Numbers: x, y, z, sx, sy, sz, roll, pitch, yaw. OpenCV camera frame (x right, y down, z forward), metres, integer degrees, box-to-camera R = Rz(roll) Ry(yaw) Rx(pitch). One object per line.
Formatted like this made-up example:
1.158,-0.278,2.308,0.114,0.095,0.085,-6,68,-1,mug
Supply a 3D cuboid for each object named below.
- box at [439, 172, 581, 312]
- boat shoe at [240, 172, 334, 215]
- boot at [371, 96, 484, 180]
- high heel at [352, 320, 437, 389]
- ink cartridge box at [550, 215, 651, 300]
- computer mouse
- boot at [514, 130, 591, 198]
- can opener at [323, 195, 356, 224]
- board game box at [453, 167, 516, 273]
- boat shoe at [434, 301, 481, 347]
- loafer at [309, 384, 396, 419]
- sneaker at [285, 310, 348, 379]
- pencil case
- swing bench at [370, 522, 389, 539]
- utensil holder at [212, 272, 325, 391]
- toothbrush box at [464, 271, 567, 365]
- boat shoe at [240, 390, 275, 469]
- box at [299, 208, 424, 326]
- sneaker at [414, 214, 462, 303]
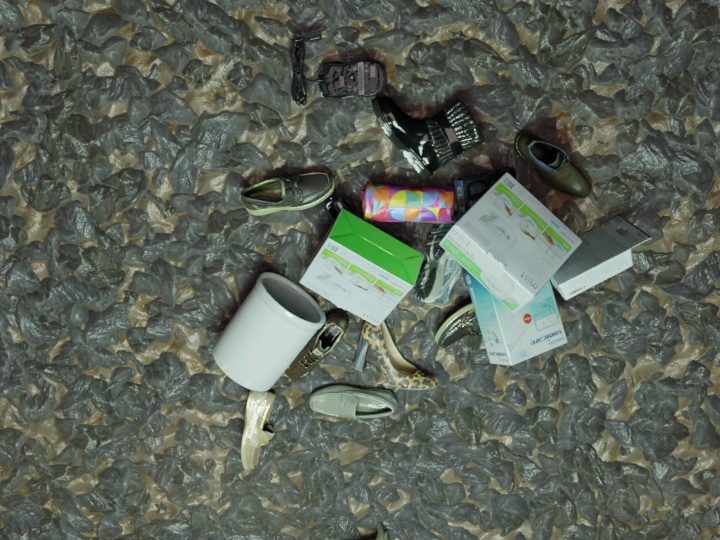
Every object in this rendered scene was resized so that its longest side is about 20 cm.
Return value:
0.289,-0.054,1.438,0.200,0.097,0.176,43,64,5,box
-0.153,-0.164,1.561,0.199,0.065,0.074,-17,71,5,boat shoe
0.137,-0.304,1.517,0.158,0.080,0.211,-36,112,17,boot
0.089,0.183,1.655,0.199,0.071,0.143,18,112,6,high heel
0.476,-0.029,1.526,0.199,0.196,0.043,-27,105,9,ink cartridge box
-0.047,-0.415,1.515,0.199,0.046,0.141,-6,101,8,computer mouse
0.401,-0.207,1.530,0.200,0.097,0.075,36,103,-8,boot
-0.014,-0.076,1.597,0.063,0.079,0.200,-24,117,15,can opener
0.271,-0.104,1.566,0.135,0.035,0.201,-16,106,-22,board game box
0.250,0.107,1.617,0.200,0.073,0.065,-41,59,12,boat shoe
-0.018,0.301,1.693,0.199,0.070,0.070,-2,105,2,loafer
-0.104,0.171,1.657,0.070,0.076,0.200,38,102,-9,sneaker
0.097,-0.142,1.563,0.199,0.088,0.089,5,106,0,pencil case
0.008,0.751,1.787,0.199,0.130,0.200,-25,103,7,swing bench
-0.199,0.133,1.605,0.170,0.170,0.200,35,106,-8,utensil holder
0.318,0.077,1.532,0.146,0.085,0.201,-17,93,-22,toothbrush box
-0.231,0.368,1.715,0.069,0.074,0.201,8,105,5,boat shoe
0.000,0.000,1.557,0.199,0.097,0.177,29,140,-6,box
0.184,-0.022,1.610,0.086,0.078,0.201,20,93,-39,sneaker
